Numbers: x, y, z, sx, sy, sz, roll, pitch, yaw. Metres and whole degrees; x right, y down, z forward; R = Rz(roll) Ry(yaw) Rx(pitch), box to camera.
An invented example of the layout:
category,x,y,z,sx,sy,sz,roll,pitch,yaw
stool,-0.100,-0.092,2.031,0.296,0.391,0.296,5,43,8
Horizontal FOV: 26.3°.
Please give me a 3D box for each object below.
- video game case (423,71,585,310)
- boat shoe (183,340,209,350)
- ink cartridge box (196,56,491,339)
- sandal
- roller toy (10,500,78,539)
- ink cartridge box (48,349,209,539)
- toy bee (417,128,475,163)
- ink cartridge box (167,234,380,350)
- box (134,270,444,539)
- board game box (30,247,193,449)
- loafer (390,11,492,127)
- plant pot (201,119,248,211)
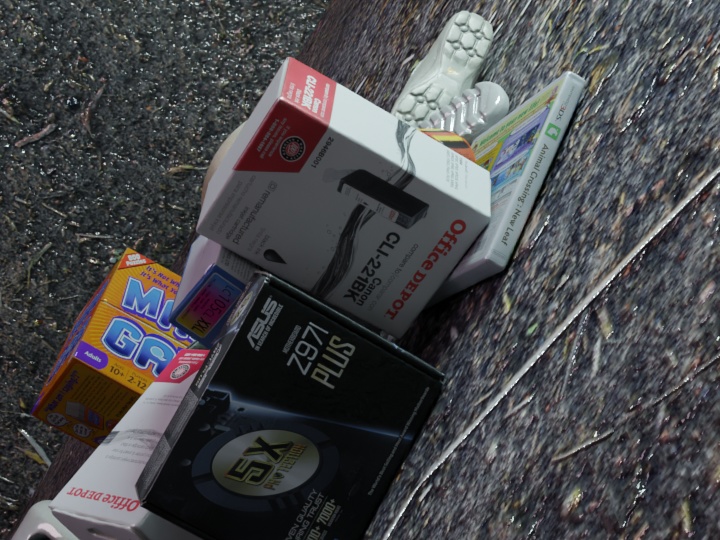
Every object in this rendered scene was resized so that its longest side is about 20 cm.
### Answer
category,x,y,z,sx,sy,sz,roll,pitch,yaw
video game case,0.109,-0.060,1.307,0.182,0.022,0.200,-65,11,-19
boat shoe,-0.088,0.052,1.464,0.200,0.071,0.072,-38,24,15
ink cartridge box,-0.011,-0.056,1.261,0.144,0.200,0.084,-55,16,29
sandal,0.065,-0.103,1.486,0.202,0.050,0.083,-33,38,24
roller toy,-0.299,0.339,1.677,0.140,0.200,0.182,-60,23,-5
ink cartridge box,-0.155,0.168,1.352,0.145,0.083,0.200,0,44,49
toy bee,0.011,-0.070,1.376,0.200,0.109,0.131,-40,-26,18
ink cartridge box,-0.055,0.040,1.320,0.076,0.200,0.137,-49,16,27
box,-0.056,0.125,1.203,0.200,0.163,0.086,-60,11,-3
board game box,-0.312,0.133,2.178,0.200,0.199,0.200,-45,20,50
loafer,0.078,-0.177,1.591,0.200,0.070,0.070,-59,1,-24
plant pot,-0.055,-0.063,1.671,0.201,0.200,0.134,-58,41,11
